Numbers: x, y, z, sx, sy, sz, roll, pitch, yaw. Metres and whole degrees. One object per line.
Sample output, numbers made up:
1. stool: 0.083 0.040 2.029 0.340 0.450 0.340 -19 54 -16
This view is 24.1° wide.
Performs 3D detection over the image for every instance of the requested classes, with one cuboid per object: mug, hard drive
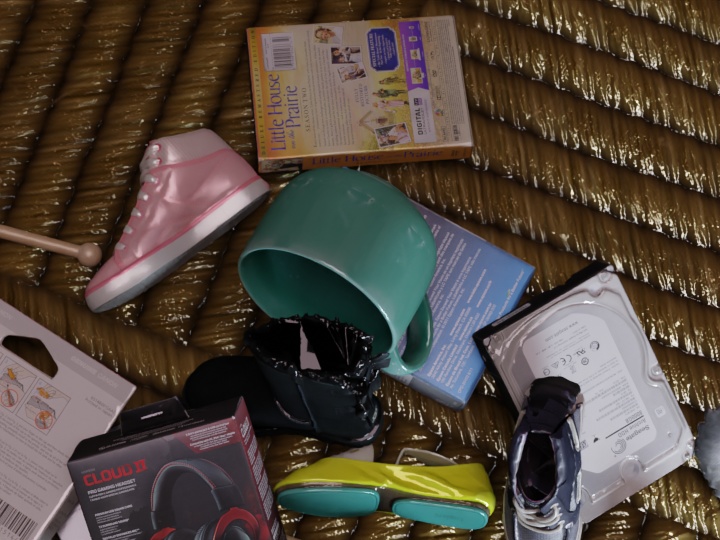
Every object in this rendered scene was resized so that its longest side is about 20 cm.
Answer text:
1. mug: -0.010 -0.006 1.443 0.152 0.185 0.115 19 62 20
2. hard drive: 0.203 0.111 1.509 0.140 0.038 0.200 -29 105 -10

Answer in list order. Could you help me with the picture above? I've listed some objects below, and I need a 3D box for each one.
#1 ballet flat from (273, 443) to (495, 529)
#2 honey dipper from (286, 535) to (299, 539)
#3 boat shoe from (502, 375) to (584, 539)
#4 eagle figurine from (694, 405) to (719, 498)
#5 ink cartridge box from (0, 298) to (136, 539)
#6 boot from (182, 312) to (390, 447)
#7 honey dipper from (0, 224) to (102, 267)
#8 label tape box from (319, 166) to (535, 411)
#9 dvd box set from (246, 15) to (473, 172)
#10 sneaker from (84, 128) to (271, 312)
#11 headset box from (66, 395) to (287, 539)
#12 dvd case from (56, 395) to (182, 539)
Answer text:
1. ballet flat: 0.022 0.188 1.510 0.199 0.067 0.067 7 57 -6
2. honey dipper: -0.014 0.256 1.483 0.200 0.038 0.038 21 78 -6
3. boat shoe: 0.151 0.197 1.452 0.074 0.093 0.200 6 115 17
4. eagle figurine: 0.419 0.184 1.512 0.200 0.152 0.151 49 117 31
5. ink cartridge box: -0.320 0.129 1.484 0.200 0.045 0.176 32 80 11
6. boot: -0.070 0.091 1.449 0.198 0.163 0.074 10 66 11
7. honey dipper: -0.333 -0.036 1.536 0.200 0.038 0.038 16 78 -3
8. label tape box: 0.038 0.017 1.538 0.200 0.066 0.144 28 78 4
9. dvd box set: -0.003 -0.165 1.571 0.199 0.029 0.147 -5 64 -5
10. sneaker: -0.187 -0.052 1.528 0.200 0.075 0.105 -38 88 -18
11. headset box: -0.149 0.205 1.416 0.148 0.075 0.200 -15 99 4
12. dvd case: -0.185 0.233 1.499 0.150 0.025 0.200 -27 81 -9
